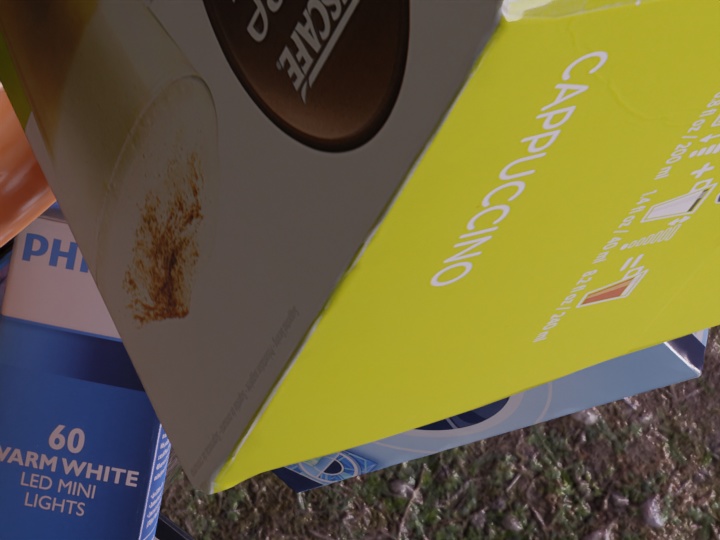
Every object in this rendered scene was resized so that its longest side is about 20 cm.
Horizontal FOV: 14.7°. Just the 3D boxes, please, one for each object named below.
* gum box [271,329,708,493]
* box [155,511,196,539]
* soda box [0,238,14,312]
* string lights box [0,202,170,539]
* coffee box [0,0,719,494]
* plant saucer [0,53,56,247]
[{"bbox_3d":[0.000,0.000,1.029,0.199,0.170,0.045,-20,-138,37],"label":"gum box"},{"bbox_3d":[-0.160,0.142,1.157,0.159,0.200,0.046,-51,175,-24],"label":"box"},{"bbox_3d":[-0.147,0.046,1.046,0.200,0.068,0.064,-32,-166,51],"label":"soda box"},{"bbox_3d":[-0.095,0.081,0.905,0.103,0.059,0.201,-99,-160,-86],"label":"string lights box"},{"bbox_3d":[0.036,-0.099,0.621,0.199,0.199,0.200,-16,158,-28],"label":"coffee box"},{"bbox_3d":[-0.141,-0.016,0.744,0.200,0.038,0.200,-35,174,-4],"label":"plant saucer"}]
